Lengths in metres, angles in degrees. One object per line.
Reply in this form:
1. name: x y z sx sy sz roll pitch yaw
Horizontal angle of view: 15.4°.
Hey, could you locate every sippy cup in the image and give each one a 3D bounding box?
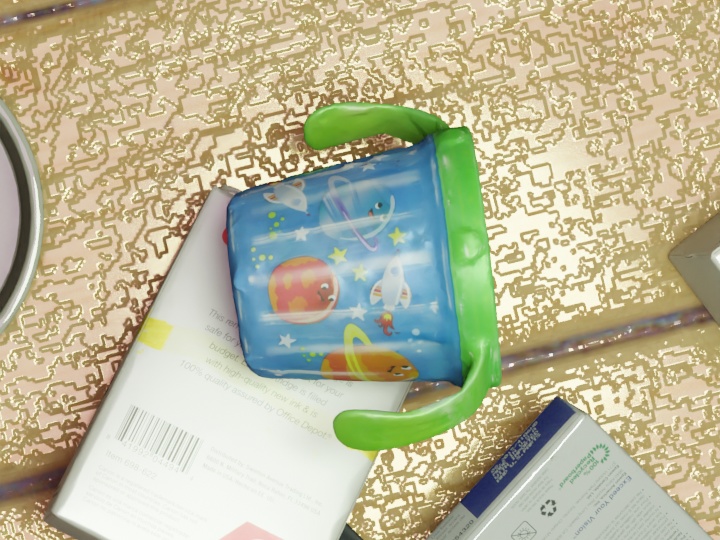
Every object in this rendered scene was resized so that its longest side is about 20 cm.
1. sippy cup: 0.000 0.000 1.360 0.130 0.178 0.140 -6 110 1

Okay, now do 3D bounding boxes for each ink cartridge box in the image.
1. ink cartridge box: -0.062 0.077 1.440 0.145 0.083 0.200 28 78 -5
2. ink cartridge box: 0.111 0.203 1.478 0.196 0.043 0.200 -47 118 -3

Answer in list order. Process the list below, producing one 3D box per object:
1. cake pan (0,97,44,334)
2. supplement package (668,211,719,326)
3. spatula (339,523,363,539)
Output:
1. cake pan: -0.273 -0.030 1.460 0.200 0.037 0.201 0 90 -5
2. supplement package: 0.284 0.034 1.463 0.120 0.121 0.200 -38 94 -3
3. spatula: 0.019 0.182 1.493 0.200 0.021 0.057 43 86 -3
